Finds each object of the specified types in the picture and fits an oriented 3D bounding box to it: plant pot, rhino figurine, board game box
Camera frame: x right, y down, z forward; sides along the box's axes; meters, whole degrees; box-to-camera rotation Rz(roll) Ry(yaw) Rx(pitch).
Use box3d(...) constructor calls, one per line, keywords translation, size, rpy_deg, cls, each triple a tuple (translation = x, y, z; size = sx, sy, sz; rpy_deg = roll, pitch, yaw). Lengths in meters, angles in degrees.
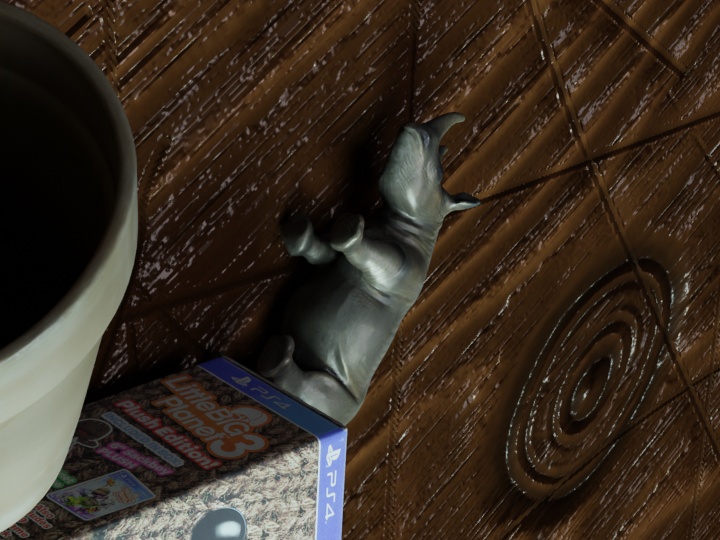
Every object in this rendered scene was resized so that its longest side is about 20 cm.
box3d(translation=(-0.180, 0.017, 0.901), size=(0.200, 0.200, 0.174), rpy_deg=(-46, 156, -27), cls="plant pot")
box3d(translation=(0.000, 0.000, 1.209), size=(0.087, 0.060, 0.201), rpy_deg=(41, 77, -46), cls="rhino figurine")
box3d(translation=(-0.113, 0.155, 1.097), size=(0.199, 0.097, 0.160), rpy_deg=(-20, 123, -39), cls="board game box")
